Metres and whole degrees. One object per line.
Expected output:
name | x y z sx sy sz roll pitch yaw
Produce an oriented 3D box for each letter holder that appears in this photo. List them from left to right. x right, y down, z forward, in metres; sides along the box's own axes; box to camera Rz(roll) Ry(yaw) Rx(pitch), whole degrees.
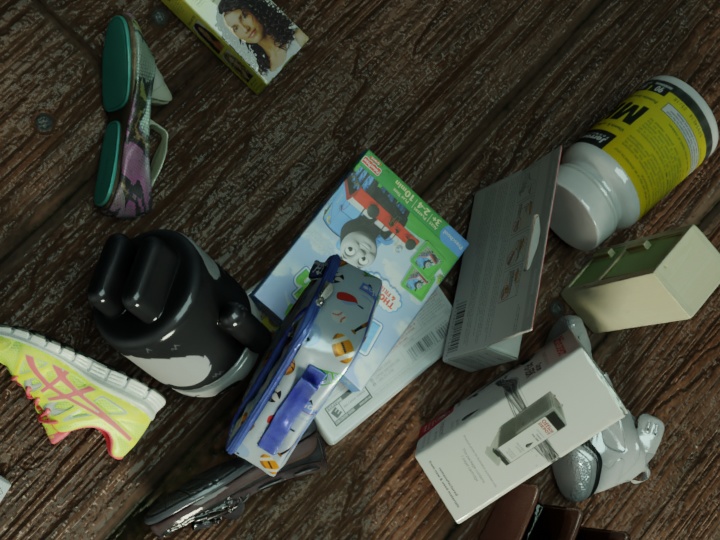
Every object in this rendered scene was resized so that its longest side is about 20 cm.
letter holder | 0.175 0.334 1.316 0.100 0.142 0.202 33 74 -12

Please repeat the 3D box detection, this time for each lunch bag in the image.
lunch bag | -0.054 0.088 1.198 0.075 0.201 0.161 29 33 -3

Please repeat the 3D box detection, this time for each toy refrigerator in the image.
toy refrigerator | 0.299 0.010 1.370 0.070 0.200 0.076 47 72 -7

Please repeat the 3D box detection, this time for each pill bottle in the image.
pill bottle | 0.297 -0.119 1.431 0.199 0.114 0.115 -39 96 -20

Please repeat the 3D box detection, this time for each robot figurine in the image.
robot figurine | -0.174 0.043 1.208 0.124 0.200 0.151 -40 53 1

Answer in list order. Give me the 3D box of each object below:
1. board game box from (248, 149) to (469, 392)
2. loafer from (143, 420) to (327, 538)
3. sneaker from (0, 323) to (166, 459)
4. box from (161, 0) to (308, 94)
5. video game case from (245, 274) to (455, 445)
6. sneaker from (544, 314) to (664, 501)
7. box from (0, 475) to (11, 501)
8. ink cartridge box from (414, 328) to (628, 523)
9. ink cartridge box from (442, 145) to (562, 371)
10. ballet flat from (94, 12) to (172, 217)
board game box | 0.000 0.000 1.329 0.151 0.037 0.201 41 74 -11
loafer | -0.117 0.217 1.268 0.198 0.072 0.064 -30 98 -23
sneaker | -0.289 0.116 1.216 0.198 0.078 0.091 28 82 -12
box | -0.151 -0.282 1.328 0.200 0.050 0.076 43 72 -9
video game case | -0.008 0.050 1.352 0.199 0.023 0.183 -37 96 -19
sneaker | 0.267 0.148 1.411 0.113 0.075 0.204 -4 90 -20
box | -0.446 0.208 1.167 0.199 0.041 0.157 35 74 -11
ink cartridge box | 0.159 0.152 1.293 0.199 0.147 0.083 -34 91 6
ink cartridge box | 0.161 -0.008 1.321 0.044 0.176 0.203 20 69 -21
ballet flat | -0.225 -0.153 1.283 0.070 0.069 0.204 6 85 -37
